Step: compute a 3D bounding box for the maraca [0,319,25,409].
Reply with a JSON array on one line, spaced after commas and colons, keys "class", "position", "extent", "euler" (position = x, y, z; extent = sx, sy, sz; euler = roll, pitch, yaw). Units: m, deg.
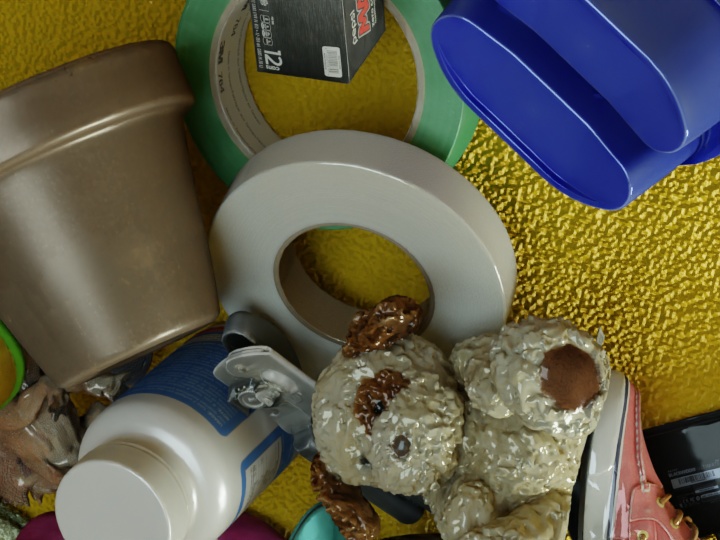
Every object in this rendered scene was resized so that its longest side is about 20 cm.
[{"class": "maraca", "position": [-0.309, 0.041, 1.381], "extent": [0.200, 0.107, 0.137], "euler": [31, 126, -28]}]

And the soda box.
[{"class": "soda box", "position": [-0.031, -0.213, 1.266], "extent": [0.063, 0.071, 0.200], "euler": [10, 129, 19]}]

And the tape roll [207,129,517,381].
[{"class": "tape roll", "position": [0.000, 0.000, 1.385], "extent": [0.202, 0.037, 0.203], "euler": [10, 133, 11]}]

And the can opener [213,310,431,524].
[{"class": "can opener", "position": [-0.015, 0.093, 1.422], "extent": [0.053, 0.067, 0.200], "euler": [-25, 132, 36]}]

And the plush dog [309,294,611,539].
[{"class": "plush dog", "position": [0.054, 0.094, 1.344], "extent": [0.171, 0.160, 0.200], "euler": [13, 110, 2]}]

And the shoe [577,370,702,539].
[{"class": "shoe", "position": [0.185, 0.165, 1.372], "extent": [0.091, 0.071, 0.200], "euler": [3, 92, 2]}]

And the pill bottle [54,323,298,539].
[{"class": "pill bottle", "position": [-0.116, 0.119, 1.417], "extent": [0.112, 0.200, 0.112], "euler": [8, 112, 21]}]

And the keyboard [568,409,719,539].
[{"class": "keyboard", "position": [0.227, 0.155, 1.395], "extent": [0.200, 0.021, 0.127], "euler": [-17, 94, 27]}]

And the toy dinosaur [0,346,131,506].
[{"class": "toy dinosaur", "position": [-0.229, 0.102, 1.485], "extent": [0.135, 0.086, 0.200], "euler": [14, 129, 34]}]

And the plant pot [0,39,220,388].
[{"class": "plant pot", "position": [-0.174, -0.026, 1.352], "extent": [0.200, 0.200, 0.175], "euler": [-25, 88, 27]}]

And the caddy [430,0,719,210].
[{"class": "caddy", "position": [0.142, -0.136, 1.289], "extent": [0.200, 0.105, 0.141], "euler": [44, 140, 3]}]

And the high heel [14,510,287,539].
[{"class": "high heel", "position": [-0.145, 0.203, 1.517], "extent": [0.200, 0.096, 0.067], "euler": [14, 111, 18]}]

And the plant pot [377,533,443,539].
[{"class": "plant pot", "position": [0.062, 0.267, 1.418], "extent": [0.200, 0.200, 0.174], "euler": [2, 92, 21]}]

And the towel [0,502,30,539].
[{"class": "towel", "position": [-0.268, 0.249, 1.616], "extent": [0.200, 0.036, 0.149], "euler": [33, 115, 9]}]

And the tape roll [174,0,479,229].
[{"class": "tape roll", "position": [-0.020, -0.128, 1.386], "extent": [0.200, 0.048, 0.201], "euler": [7, 109, 20]}]

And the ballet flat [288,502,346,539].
[{"class": "ballet flat", "position": [-0.030, 0.255, 1.500], "extent": [0.070, 0.067, 0.200], "euler": [52, 131, 46]}]

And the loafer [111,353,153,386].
[{"class": "loafer", "position": [-0.199, -0.015, 1.499], "extent": [0.072, 0.063, 0.200], "euler": [-26, 102, -3]}]
